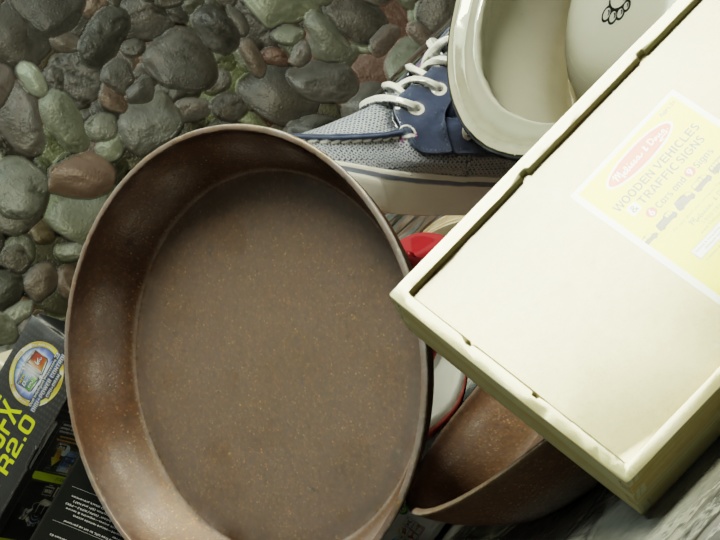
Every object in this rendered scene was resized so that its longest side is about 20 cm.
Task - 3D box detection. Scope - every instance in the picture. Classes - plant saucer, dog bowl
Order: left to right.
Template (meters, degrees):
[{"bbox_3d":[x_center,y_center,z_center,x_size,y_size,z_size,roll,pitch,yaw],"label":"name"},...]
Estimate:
[{"bbox_3d":[-0.042,0.040,1.094,0.200,0.201,0.034,-40,-23,32],"label":"plant saucer"},{"bbox_3d":[0.101,0.037,1.044,0.200,0.037,0.200,-43,6,6],"label":"plant saucer"},{"bbox_3d":[0.129,-0.122,1.109,0.200,0.074,0.200,-35,40,37],"label":"dog bowl"}]

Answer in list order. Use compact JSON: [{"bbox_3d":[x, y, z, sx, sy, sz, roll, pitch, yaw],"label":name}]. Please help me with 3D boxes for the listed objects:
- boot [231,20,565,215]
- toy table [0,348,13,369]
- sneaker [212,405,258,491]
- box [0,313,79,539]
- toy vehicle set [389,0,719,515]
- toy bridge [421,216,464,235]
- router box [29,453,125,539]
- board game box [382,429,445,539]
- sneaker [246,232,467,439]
[{"bbox_3d":[0.027,-0.070,1.186,0.200,0.091,0.073,3,3,-36],"label":"boot"},{"bbox_3d":[-0.102,0.060,1.482,0.200,0.117,0.184,-4,-60,-55],"label":"toy table"},{"bbox_3d":[-0.048,0.077,1.226,0.200,0.073,0.071,-64,-9,-80],"label":"sneaker"},{"bbox_3d":[-0.134,0.116,1.331,0.160,0.044,0.200,-60,-30,5],"label":"box"},{"bbox_3d":[0.122,-0.022,0.948,0.200,0.124,0.027,-45,-34,-9],"label":"toy vehicle set"},{"bbox_3d":[0.056,0.005,1.396,0.200,0.067,0.027,-41,7,29],"label":"toy bridge"},{"bbox_3d":[-0.145,0.185,1.203,0.149,0.051,0.200,-63,-3,-53],"label":"router box"},{"bbox_3d":[-0.031,0.142,1.196,0.126,0.035,0.200,-49,8,-37],"label":"board game box"},{"bbox_3d":[0.000,0.000,1.194,0.078,0.116,0.200,-36,15,14],"label":"sneaker"}]
